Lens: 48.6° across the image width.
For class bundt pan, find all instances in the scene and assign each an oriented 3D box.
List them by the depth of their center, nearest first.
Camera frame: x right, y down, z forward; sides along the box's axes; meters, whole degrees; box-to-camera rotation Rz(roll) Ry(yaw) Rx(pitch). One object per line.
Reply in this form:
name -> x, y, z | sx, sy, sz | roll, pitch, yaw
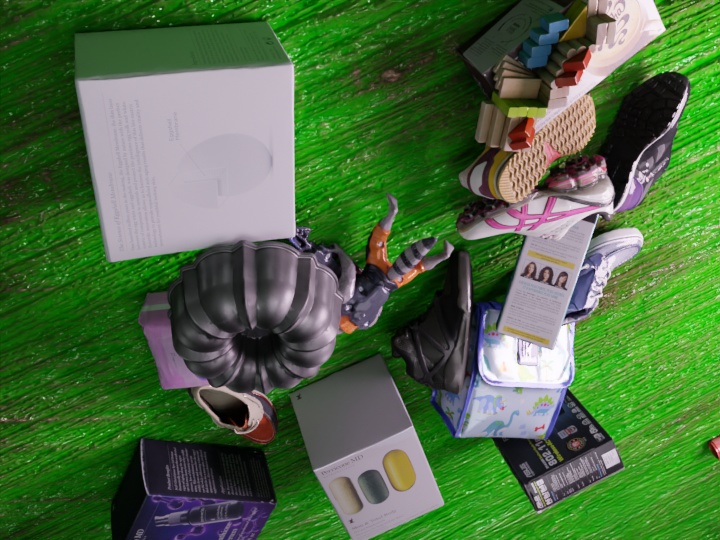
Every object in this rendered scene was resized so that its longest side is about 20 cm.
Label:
bundt pan -> -0.114, 0.065, 0.874 | 0.200, 0.076, 0.203 | -4, 134, -4

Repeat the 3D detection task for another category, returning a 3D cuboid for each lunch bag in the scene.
lunch bag -> 0.219, 0.146, 1.191 | 0.169, 0.128, 0.202 | 6, 110, -22

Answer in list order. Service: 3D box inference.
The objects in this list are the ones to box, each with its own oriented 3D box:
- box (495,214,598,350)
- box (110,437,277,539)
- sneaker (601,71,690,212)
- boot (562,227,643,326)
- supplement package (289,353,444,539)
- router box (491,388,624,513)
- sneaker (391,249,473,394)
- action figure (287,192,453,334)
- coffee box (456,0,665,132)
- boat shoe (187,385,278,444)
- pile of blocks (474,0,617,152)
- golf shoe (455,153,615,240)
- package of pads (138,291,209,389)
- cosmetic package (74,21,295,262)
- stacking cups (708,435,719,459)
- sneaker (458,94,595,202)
box -> 0.248, -0.003, 1.067 | 0.082, 0.049, 0.202 | 17, 99, 6
box -> -0.245, 0.340, 1.163 | 0.199, 0.105, 0.149 | 12, 121, -29
sneaker -> 0.378, -0.169, 1.056 | 0.087, 0.076, 0.201 | -4, 132, -37
boot -> 0.327, 0.017, 1.141 | 0.199, 0.091, 0.073 | -25, 145, 1
supplement package -> 0.010, 0.263, 1.172 | 0.151, 0.151, 0.201 | -23, 130, -2
router box -> 0.298, 0.271, 1.257 | 0.149, 0.200, 0.062 | -28, 111, 0
sneaker -> 0.099, 0.067, 1.105 | 0.113, 0.076, 0.201 | 9, 105, 10
action figure -> 0.000, 0.000, 1.005 | 0.200, 0.105, 0.194 | 34, 101, -36
coffee box -> 0.226, -0.261, 0.908 | 0.199, 0.080, 0.113 | -37, 128, 9
boat shoe -> -0.174, 0.191, 1.106 | 0.071, 0.063, 0.200 | -32, 131, 2
pile of blocks -> 0.196, -0.207, 0.844 | 0.082, 0.062, 0.201 | 19, 115, -29
golf shoe -> 0.220, -0.069, 1.000 | 0.199, 0.073, 0.093 | -19, 110, 14
package of pads -> -0.164, 0.081, 0.994 | 0.198, 0.076, 0.121 | -5, 133, 0
cosmetic package -> -0.177, -0.134, 0.821 | 0.198, 0.123, 0.201 | -9, 128, -16
stacking cups -> 0.787, 0.316, 1.569 | 0.199, 0.061, 0.061 | -27, 130, -1
sneaker -> 0.207, -0.162, 0.989 | 0.200, 0.090, 0.075 | -38, 124, -24
